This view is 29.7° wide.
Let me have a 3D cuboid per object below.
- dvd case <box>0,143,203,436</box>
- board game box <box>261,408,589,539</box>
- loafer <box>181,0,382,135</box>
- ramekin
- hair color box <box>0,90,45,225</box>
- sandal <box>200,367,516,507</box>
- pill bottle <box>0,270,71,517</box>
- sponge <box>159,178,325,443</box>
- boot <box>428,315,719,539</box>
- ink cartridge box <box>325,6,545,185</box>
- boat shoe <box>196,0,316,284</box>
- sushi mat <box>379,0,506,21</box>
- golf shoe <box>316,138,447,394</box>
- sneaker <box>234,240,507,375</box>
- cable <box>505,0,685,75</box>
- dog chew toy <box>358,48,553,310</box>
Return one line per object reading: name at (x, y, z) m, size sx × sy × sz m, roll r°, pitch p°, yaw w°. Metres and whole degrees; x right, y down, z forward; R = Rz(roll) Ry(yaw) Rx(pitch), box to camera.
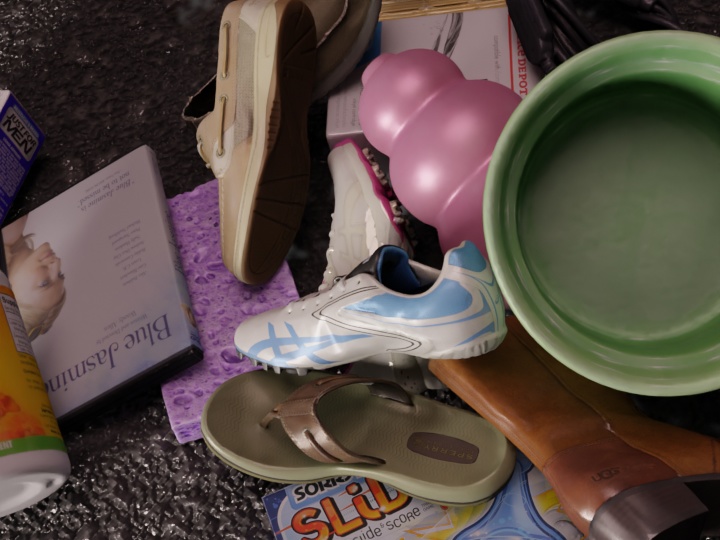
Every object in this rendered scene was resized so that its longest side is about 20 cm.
dvd case at (-0.193, 0.014, 0.981) m, size 0.143 × 0.018 × 0.200 m, roll -28°, pitch 53°, yaw 12°
board game box at (0.054, 0.162, 0.834) m, size 0.200 × 0.034 × 0.135 m, roll -23°, pitch 53°, yaw -4°
loafer at (-0.060, -0.156, 1.003) m, size 0.200 × 0.070 × 0.075 m, roll -47°, pitch 34°, yaw 23°
ramekin at (0.169, -0.032, 0.786) m, size 0.200 × 0.098 × 0.200 m, roll 0°, pitch 91°, yaw 2°
hair color box at (-0.336, -0.045, 1.042) m, size 0.109 × 0.065 × 0.200 m, roll 4°, pitch 56°, yaw 24°
sandal at (-0.003, 0.092, 0.839) m, size 0.201 × 0.057 × 0.080 m, roll 6°, pitch 57°, yaw 17°
pill bottle at (-0.273, 0.061, 0.897) m, size 0.111 × 0.111 × 0.200 m, roll -22°, pitch 73°, yaw -3°
sponge at (-0.101, 0.019, 0.974) m, size 0.112 × 0.030 × 0.200 m, roll -20°, pitch 54°, yaw -2°
boot at (0.168, 0.092, 0.829) m, size 0.188 × 0.069 × 0.200 m, roll -17°, pitch 40°, yaw -25°
ink cartridge box at (0.079, -0.132, 1.016) m, size 0.200 × 0.067 × 0.116 m, roll -5°, pitch 54°, yaw 9°
boat shoe at (-0.078, -0.091, 0.953) m, size 0.065 × 0.072 × 0.200 m, roll 6°, pitch 90°, yaw 26°
sushi mat at (0.057, -0.214, 1.112) m, size 0.200 × 0.012 × 0.096 m, roll -5°, pitch 54°, yaw 9°
golf shoe at (0.000, 0.000, 0.931) m, size 0.091 × 0.075 × 0.200 m, roll -24°, pitch 61°, yaw 8°
sneaker at (0.001, 0.023, 0.834) m, size 0.200 × 0.073 × 0.072 m, roll -10°, pitch 5°, yaw 38°
cable at (0.175, -0.200, 1.007) m, size 0.163 × 0.051 × 0.200 m, roll 5°, pitch 52°, yaw -31°
dog chew toy at (0.077, -0.069, 0.908) m, size 0.125 × 0.125 × 0.200 m, roll -41°, pitch 79°, yaw -17°
